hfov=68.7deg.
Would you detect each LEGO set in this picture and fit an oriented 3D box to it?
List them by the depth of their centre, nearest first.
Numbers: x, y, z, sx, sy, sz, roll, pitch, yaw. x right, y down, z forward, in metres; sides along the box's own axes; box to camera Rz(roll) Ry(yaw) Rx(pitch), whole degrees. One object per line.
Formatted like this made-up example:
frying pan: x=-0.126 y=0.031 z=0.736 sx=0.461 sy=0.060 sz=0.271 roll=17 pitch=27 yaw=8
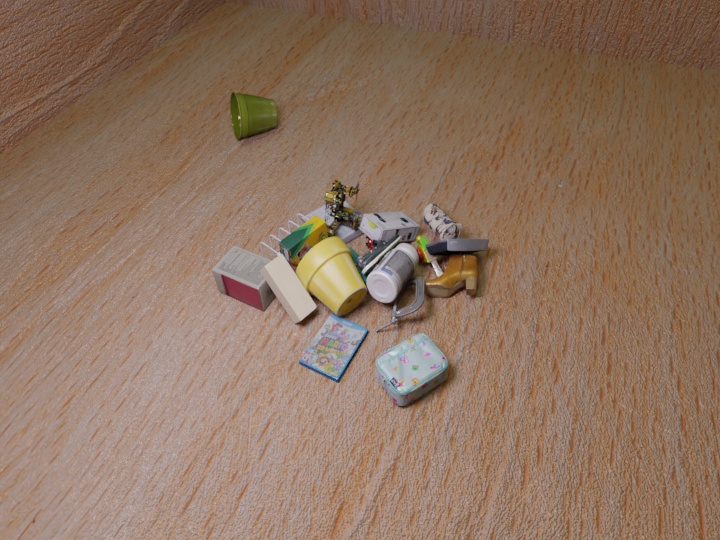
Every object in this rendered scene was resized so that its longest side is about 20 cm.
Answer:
LEGO set: x=-0.053 y=-0.205 z=1.859 sx=0.112 sy=0.207 sz=0.154 roll=17 pitch=28 yaw=16

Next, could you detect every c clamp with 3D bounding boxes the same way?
c clamp: x=0.131 y=0.096 z=1.679 sx=0.167 sy=0.027 sz=0.203 roll=-23 pitch=28 yaw=29

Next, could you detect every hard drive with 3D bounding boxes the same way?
hard drive: x=0.328 y=-0.080 z=1.780 sx=0.194 sy=0.133 sz=0.044 roll=-2 pitch=84 yaw=-34

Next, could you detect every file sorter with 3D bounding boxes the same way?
file sorter: x=-0.237 y=-0.079 z=1.829 sx=0.122 sy=0.142 sz=0.199 roll=28 pitch=53 yaw=31

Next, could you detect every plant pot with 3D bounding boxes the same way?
plant pot: x=-0.081 y=0.032 z=1.687 sx=0.197 sy=0.203 sz=0.190 roll=-30 pitch=67 yaw=-24
plant pot: x=-0.487 y=-0.718 z=2.431 sx=0.186 sy=0.205 sz=0.203 roll=-10 pitch=44 yaw=-24

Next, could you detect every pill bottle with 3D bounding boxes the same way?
pill bottle: x=0.110 y=0.003 z=1.704 sx=0.111 sy=0.117 sz=0.200 roll=20 pitch=41 yaw=21

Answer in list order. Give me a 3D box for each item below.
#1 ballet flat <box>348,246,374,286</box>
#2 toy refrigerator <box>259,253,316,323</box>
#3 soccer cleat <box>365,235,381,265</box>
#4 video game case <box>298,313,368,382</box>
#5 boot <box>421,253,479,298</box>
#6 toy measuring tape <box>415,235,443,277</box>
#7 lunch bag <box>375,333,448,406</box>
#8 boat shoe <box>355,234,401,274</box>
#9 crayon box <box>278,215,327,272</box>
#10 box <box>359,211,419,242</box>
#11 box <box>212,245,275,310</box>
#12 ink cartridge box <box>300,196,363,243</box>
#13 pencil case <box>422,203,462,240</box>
ballet flat: x=0.000 y=0.000 z=1.789 sx=0.069 sy=0.067 sz=0.201 roll=-25 pitch=53 yaw=-18
toy refrigerator: x=-0.230 y=0.060 z=1.670 sx=0.075 sy=0.070 sz=0.203 roll=-36 pitch=95 yaw=-30
soccer cleat: x=0.078 y=-0.064 z=1.847 sx=0.082 sy=0.070 sz=0.203 roll=-12 pitch=44 yaw=-10
video game case: x=-0.080 y=0.230 z=1.607 sx=0.139 sy=0.018 sz=0.202 roll=19 pitch=50 yaw=21
boot: x=0.294 y=0.011 z=1.745 sx=0.192 sy=0.072 sz=0.148 roll=0 pitch=52 yaw=7
toy measuring tape: x=0.240 y=-0.029 z=1.821 sx=0.071 sy=0.074 sz=0.205 roll=-19 pitch=71 yaw=-16
lunch bag: x=0.142 y=0.278 z=1.507 sx=0.195 sy=0.079 sz=0.161 roll=-25 pitch=50 yaw=-19
boat shoe: x=0.057 y=-0.071 z=1.750 sx=0.066 sy=0.075 sz=0.199 roll=44 pitch=67 yaw=8
crayon box: x=-0.181 y=-0.051 z=1.752 sx=0.057 sy=0.205 sz=0.171 roll=31 pitch=55 yaw=30
box: x=0.106 y=-0.153 z=1.879 sx=0.195 sy=0.062 sz=0.116 roll=-9 pitch=39 yaw=-41
box: x=-0.373 y=0.025 z=1.756 sx=0.194 sy=0.111 sz=0.129 roll=20 pitch=50 yaw=21
ink cartridge box: x=-0.097 y=-0.174 z=1.978 sx=0.196 sy=0.041 sz=0.200 roll=-29 pitch=52 yaw=-22
pencil case: x=0.291 y=-0.172 z=1.899 sx=0.087 sy=0.080 sz=0.201 roll=-24 pitch=35 yaw=-4
